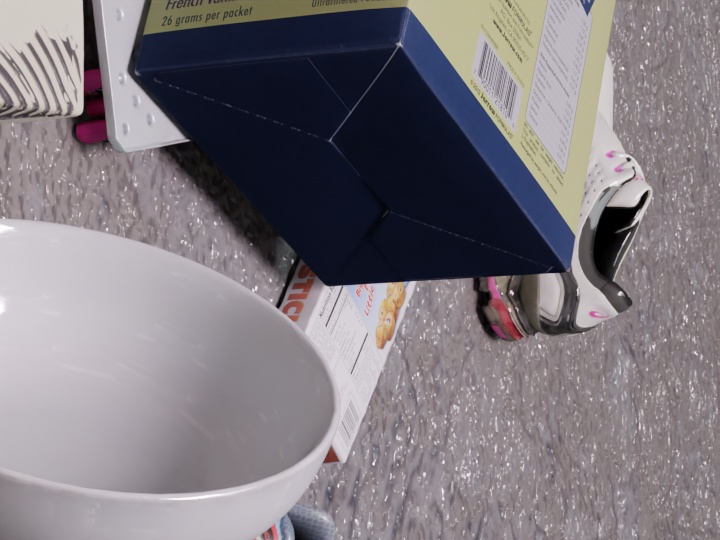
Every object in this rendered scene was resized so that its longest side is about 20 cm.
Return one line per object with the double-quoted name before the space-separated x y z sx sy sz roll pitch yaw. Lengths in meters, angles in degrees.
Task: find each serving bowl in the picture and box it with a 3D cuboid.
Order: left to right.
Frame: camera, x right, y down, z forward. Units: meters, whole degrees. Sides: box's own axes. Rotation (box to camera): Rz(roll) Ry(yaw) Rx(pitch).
"serving bowl" -0.110 0.056 1.084 0.200 0.199 0.066 -37 148 -58

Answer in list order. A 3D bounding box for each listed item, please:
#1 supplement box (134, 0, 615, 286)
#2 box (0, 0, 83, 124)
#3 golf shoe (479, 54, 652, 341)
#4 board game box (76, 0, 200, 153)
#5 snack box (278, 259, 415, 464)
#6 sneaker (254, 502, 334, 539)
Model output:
"supplement box" 0.017 -0.129 1.334 0.200 0.133 0.201 49 45 -50
"box" -0.185 -0.094 1.050 0.200 0.082 0.069 3 85 -61
"golf shoe" 0.130 -0.049 1.651 0.073 0.092 0.201 48 44 -48
"board game box" -0.081 -0.162 1.322 0.200 0.026 0.202 -17 102 -63
"snack box" 0.000 0.000 1.460 0.072 0.024 0.201 62 35 -37
"sneaker" -0.076 0.106 1.218 0.200 0.095 0.080 15 73 -62
